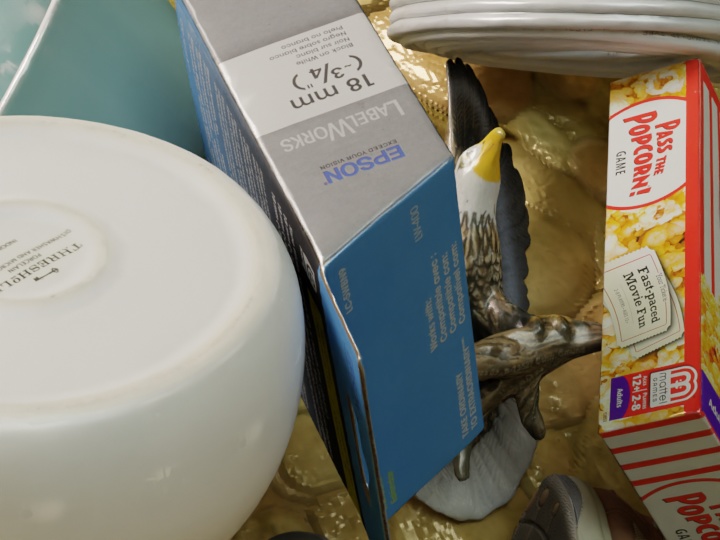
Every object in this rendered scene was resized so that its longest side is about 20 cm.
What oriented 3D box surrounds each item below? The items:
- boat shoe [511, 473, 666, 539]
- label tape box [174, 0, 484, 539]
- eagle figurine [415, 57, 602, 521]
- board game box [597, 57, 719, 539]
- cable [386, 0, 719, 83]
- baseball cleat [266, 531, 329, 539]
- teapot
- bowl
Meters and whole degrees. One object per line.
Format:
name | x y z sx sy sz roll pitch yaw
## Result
boat shoe | 0.115 0.170 0.848 0.071 0.076 0.201 13 46 -21
label tape box | 0.000 0.000 0.746 0.063 0.145 0.201 -19 47 -10
eagle figurine | 0.030 -0.006 0.935 0.152 0.151 0.200 43 5 -37
board game box | 0.152 0.032 0.910 0.046 0.152 0.201 -14 44 23
cable | 0.109 -0.131 0.995 0.199 0.199 0.070 2 92 -55
baseball cleat | -0.035 0.141 0.771 0.069 0.107 0.201 1 31 8
teapot | -0.113 0.054 0.679 0.198 0.147 0.198 0 35 -10
bowl | -0.126 -0.042 0.862 0.105 0.201 0.202 30 50 -21
